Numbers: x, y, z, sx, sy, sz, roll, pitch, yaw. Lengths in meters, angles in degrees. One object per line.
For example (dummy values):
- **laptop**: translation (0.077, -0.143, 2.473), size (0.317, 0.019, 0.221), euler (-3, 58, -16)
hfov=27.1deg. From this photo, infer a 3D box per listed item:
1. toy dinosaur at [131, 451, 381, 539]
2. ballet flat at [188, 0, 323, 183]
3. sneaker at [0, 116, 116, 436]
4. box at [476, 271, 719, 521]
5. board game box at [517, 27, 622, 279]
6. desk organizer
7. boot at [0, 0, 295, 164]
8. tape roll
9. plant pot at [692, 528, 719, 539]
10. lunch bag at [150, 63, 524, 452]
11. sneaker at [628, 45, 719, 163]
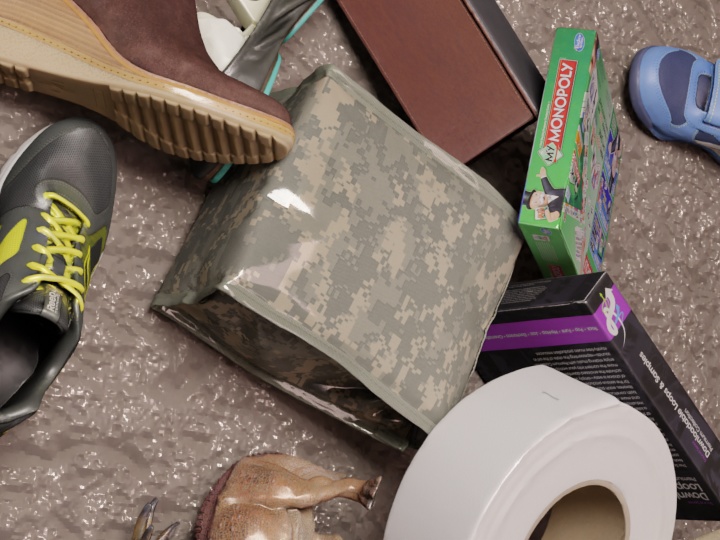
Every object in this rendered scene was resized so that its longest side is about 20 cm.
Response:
- **toy dinosaur**: translation (-0.071, 0.158, 0.887), size (0.200, 0.134, 0.086), euler (-59, 164, -47)
- **ballet flat**: translation (-0.071, -0.148, 0.922), size (0.068, 0.068, 0.201), euler (36, 63, -16)
- **sneaker**: translation (-0.172, 0.007, 0.817), size (0.074, 0.084, 0.202), euler (28, 70, -32)
- **box**: translation (0.160, 0.091, 1.019), size (0.036, 0.142, 0.201), euler (-48, 113, -31)
- **board game box**: translation (0.148, -0.061, 1.023), size (0.200, 0.029, 0.136), euler (51, 50, -67)
- **desk organizer**: translation (0.044, -0.170, 0.997), size (0.201, 0.077, 0.072), euler (58, 22, 1)
- **boot**: translation (-0.113, -0.162, 0.852), size (0.198, 0.072, 0.168), euler (19, 68, -5)
- **tape roll**: translation (0.109, 0.167, 0.934), size (0.201, 0.071, 0.204), euler (-15, 115, -36)
- **plant pot**: translation (0.269, 0.281, 0.983), size (0.198, 0.178, 0.201), euler (11, 42, -19)
- **lunch bag**: translation (0.000, 0.000, 0.926), size (0.199, 0.117, 0.165), euler (35, 66, -24)
- **sneaker**: translation (0.294, -0.126, 1.177), size (0.199, 0.082, 0.075), euler (21, 75, -31)
